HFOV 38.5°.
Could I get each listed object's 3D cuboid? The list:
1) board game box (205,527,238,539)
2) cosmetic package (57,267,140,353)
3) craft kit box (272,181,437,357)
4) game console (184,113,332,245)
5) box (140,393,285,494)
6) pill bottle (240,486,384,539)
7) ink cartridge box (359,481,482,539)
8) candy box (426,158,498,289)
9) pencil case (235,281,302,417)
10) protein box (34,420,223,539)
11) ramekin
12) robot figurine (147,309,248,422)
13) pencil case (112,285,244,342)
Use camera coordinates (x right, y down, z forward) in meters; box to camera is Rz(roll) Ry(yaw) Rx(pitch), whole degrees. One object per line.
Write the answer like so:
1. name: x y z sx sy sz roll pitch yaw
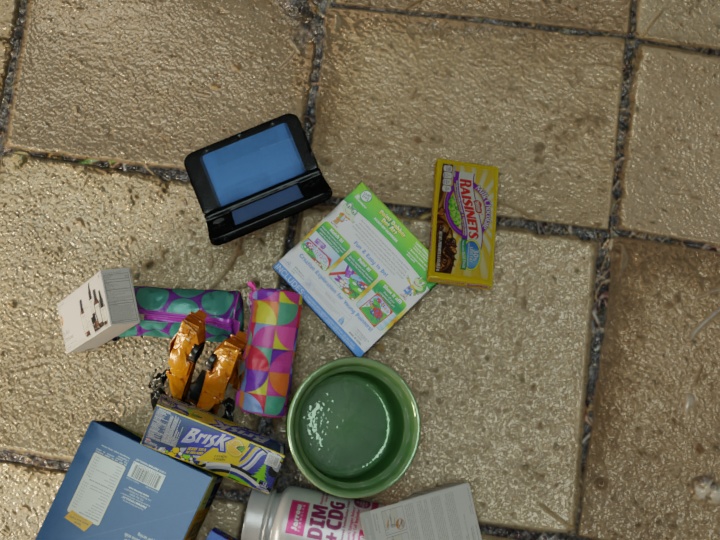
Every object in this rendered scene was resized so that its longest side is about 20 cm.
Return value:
1. board game box: -0.208 0.504 1.525 0.134 0.045 0.201 28 82 4
2. cosmetic package: -0.391 0.062 1.521 0.050 0.200 0.083 -5 77 -35
3. craft kit box: 0.000 0.000 1.604 0.197 0.049 0.200 -43 83 -3
4. game console: -0.162 -0.144 1.594 0.199 0.176 0.117 -23 110 -3
5. box: -0.210 0.250 1.487 0.199 0.070 0.065 24 94 -6
6. pill bottle: -0.069 0.381 1.509 0.198 0.113 0.114 11 81 2
7. ink cartridge box: 0.089 0.407 1.493 0.199 0.057 0.164 -8 81 -28
8. candy box: 0.160 -0.074 1.600 0.101 0.026 0.202 8 70 -8
9. pencil case: -0.141 0.121 1.559 0.088 0.088 0.202 5 85 1
10. protein box: -0.334 0.352 1.504 0.197 0.135 0.201 24 82 4
11. ramekin: -0.018 0.230 1.523 0.198 0.098 0.202 1 84 -13
12. robot figurine: -0.237 0.163 1.531 0.144 0.058 0.201 27 124 7
13. pencil case: -0.276 0.068 1.568 0.198 0.092 0.086 3 99 0
